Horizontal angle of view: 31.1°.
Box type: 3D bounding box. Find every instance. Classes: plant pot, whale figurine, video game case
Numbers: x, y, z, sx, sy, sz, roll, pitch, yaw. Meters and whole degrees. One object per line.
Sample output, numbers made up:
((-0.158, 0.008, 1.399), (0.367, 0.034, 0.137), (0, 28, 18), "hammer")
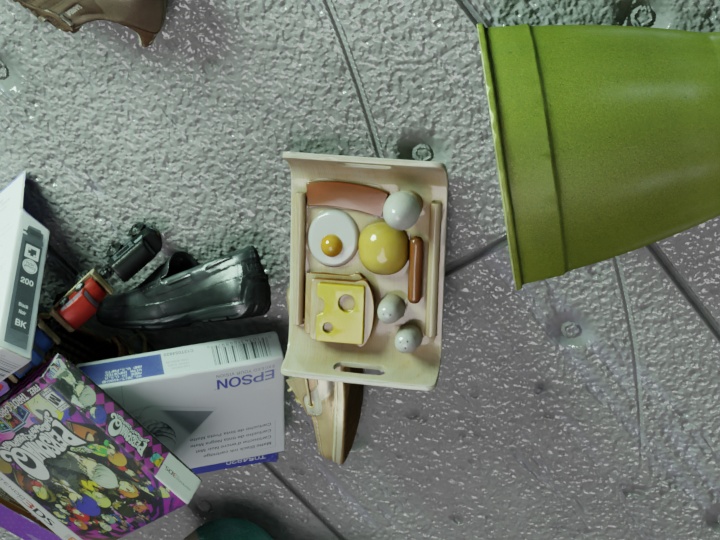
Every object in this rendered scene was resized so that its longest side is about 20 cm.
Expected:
((0.196, -0.099, 0.968), (0.191, 0.201, 0.202), (-8, 125, 6), "plant pot")
((-0.120, 0.359, 1.433), (0.103, 0.159, 0.201), (-33, 120, -8), "whale figurine")
((-0.273, 0.181, 1.226), (0.181, 0.036, 0.199), (45, 133, -16), "video game case")

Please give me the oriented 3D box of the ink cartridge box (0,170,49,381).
((-0.368, 0.034, 1.217), (0.197, 0.201, 0.043), (-31, 135, 33), "ink cartridge box")

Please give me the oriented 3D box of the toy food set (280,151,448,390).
((0.000, 0.000, 1.126), (0.142, 0.060, 0.202), (4, 102, 12), "toy food set")

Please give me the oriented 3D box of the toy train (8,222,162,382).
((-0.261, 0.032, 1.198), (0.200, 0.046, 0.034), (-43, 121, -6), "toy train")

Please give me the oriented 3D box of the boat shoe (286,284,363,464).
((-0.038, 0.094, 1.242), (0.068, 0.074, 0.202), (6, 118, 14), "boat shoe")

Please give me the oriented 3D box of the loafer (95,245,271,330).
((-0.170, 0.018, 1.228), (0.199, 0.068, 0.071), (-9, 85, 32), "loafer")

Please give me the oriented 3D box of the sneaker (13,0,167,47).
((-0.256, -0.229, 1.053), (0.198, 0.071, 0.076), (13, 130, 6), "sneaker")

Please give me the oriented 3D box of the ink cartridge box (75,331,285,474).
((-0.172, 0.156, 1.279), (0.198, 0.041, 0.201), (-10, 135, -12), "ink cartridge box")

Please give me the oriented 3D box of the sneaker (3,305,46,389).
((-0.324, 0.102, 1.320), (0.200, 0.075, 0.080), (41, 126, -17), "sneaker")

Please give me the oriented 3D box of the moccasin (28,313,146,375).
((-0.252, 0.096, 1.279), (0.201, 0.074, 0.077), (35, 144, -26), "moccasin")

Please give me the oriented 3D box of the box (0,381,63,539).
((-0.351, 0.208, 1.367), (0.199, 0.137, 0.039), (32, 129, -10), "box")
